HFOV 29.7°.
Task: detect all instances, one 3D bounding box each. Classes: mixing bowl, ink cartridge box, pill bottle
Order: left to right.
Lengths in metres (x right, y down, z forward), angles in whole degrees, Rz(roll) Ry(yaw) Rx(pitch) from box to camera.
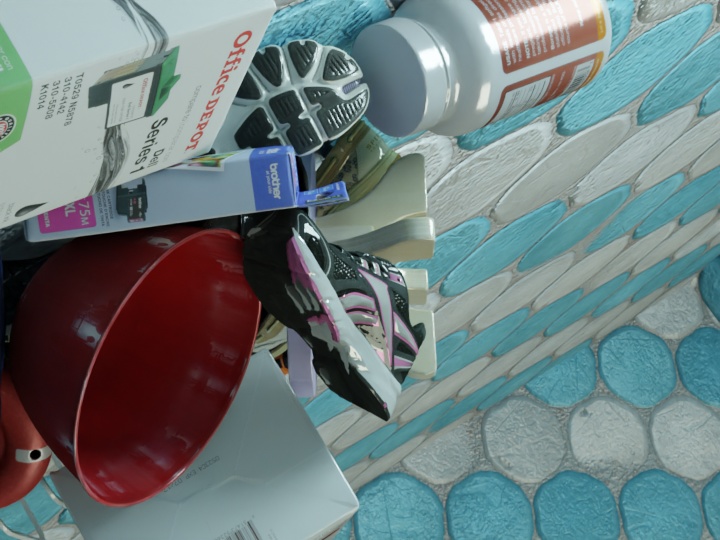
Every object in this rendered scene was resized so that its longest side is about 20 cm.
[{"bbox_3d":[-0.160,-0.106,0.735,0.199,0.085,0.146,-25,163,-34],"label":"ink cartridge box"},{"bbox_3d":[-0.166,0.047,0.927,0.200,0.108,0.201,-47,150,-38],"label":"mixing bowl"},{"bbox_3d":[-0.108,-0.053,0.876,0.198,0.042,0.119,-5,-173,-1],"label":"ink cartridge box"},{"bbox_3d":[0.091,-0.169,1.041,0.199,0.113,0.112,-23,162,-36],"label":"pill bottle"}]

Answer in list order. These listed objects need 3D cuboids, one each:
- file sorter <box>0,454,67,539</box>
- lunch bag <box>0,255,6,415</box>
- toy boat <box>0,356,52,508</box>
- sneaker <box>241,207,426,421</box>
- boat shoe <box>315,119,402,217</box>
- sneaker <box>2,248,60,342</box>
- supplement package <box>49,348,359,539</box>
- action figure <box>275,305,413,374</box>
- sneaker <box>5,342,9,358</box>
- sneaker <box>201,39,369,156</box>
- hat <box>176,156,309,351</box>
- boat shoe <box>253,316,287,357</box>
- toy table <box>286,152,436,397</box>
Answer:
[{"bbox_3d":[-0.289,0.163,1.215,0.199,0.125,0.139,-33,165,-7],"label":"file sorter"},{"bbox_3d":[-0.287,0.087,0.816,0.131,0.202,0.136,3,152,-11],"label":"lunch bag"},{"bbox_3d":[-0.309,0.130,0.934,0.198,0.131,0.132,-4,117,-28],"label":"toy boat"},{"bbox_3d":[-0.013,0.015,0.967,0.087,0.080,0.201,-54,141,-22],"label":"sneaker"},{"bbox_3d":[-0.050,-0.057,1.206,0.200,0.063,0.073,-39,-169,23],"label":"boat shoe"},{"bbox_3d":[-0.229,0.037,1.000,0.199,0.071,0.084,-18,129,-48],"label":"sneaker"},{"bbox_3d":[-0.124,0.191,1.094,0.190,0.148,0.200,-29,169,-14],"label":"supplement package"},{"bbox_3d":[-0.017,0.046,1.360,0.192,0.105,0.201,-5,-138,37],"label":"action figure"},{"bbox_3d":[-0.277,0.064,1.068,0.199,0.076,0.088,-26,150,-47],"label":"sneaker"},{"bbox_3d":[-0.089,-0.100,0.977,0.198,0.081,0.083,-26,180,2],"label":"sneaker"},{"bbox_3d":[-0.115,-0.019,1.053,0.080,0.202,0.201,16,138,-24],"label":"hat"},{"bbox_3d":[-0.083,0.036,1.277,0.199,0.068,0.075,-17,-131,59],"label":"boat shoe"},{"bbox_3d":[0.000,0.000,1.099,0.116,0.202,0.184,-2,174,0],"label":"toy table"}]
